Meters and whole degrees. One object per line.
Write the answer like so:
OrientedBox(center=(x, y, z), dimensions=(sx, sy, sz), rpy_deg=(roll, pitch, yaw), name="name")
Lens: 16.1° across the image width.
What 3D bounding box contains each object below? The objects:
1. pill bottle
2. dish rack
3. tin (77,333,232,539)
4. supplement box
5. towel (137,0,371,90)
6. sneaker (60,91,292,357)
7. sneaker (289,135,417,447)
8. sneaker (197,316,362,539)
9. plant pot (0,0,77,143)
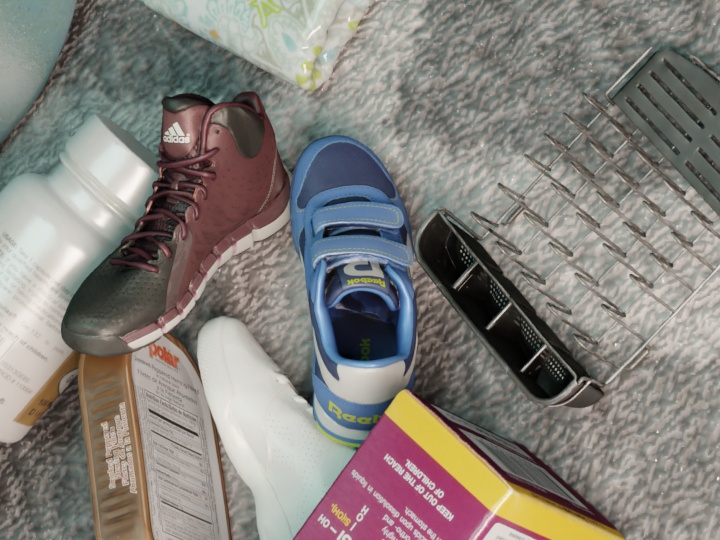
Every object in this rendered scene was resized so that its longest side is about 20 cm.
OrientedBox(center=(-0.201, 0.002, 1.640), dimensions=(0.200, 0.114, 0.114), rpy_deg=(-49, 53, 4), name="pill bottle")
OrientedBox(center=(0.143, -0.031, 1.457), dimensions=(0.200, 0.055, 0.153), rpy_deg=(-47, 54, 11), name="dish rack")
OrientedBox(center=(-0.122, 0.125, 1.547), dimensions=(0.042, 0.112, 0.200), rpy_deg=(-18, 64, 17), name="tin")
OrientedBox(center=(0.030, 0.185, 1.409), dimensions=(0.103, 0.131, 0.200), rpy_deg=(41, 97, 39), name="supplement box")
OrientedBox(center=(-0.046, -0.235, 1.665), dimensions=(0.171, 0.048, 0.200), rpy_deg=(30, 91, 39), name="towel")
OrientedBox(center=(-0.121, -0.043, 1.548), dimensions=(0.076, 0.116, 0.200), rpy_deg=(16, 43, 32), name="sneaker")
OrientedBox(center=(0.000, 0.000, 1.510), dimensions=(0.074, 0.082, 0.200), rpy_deg=(-6, 62, -5), name="sneaker")
OrientedBox(center=(-0.031, 0.105, 1.527), dimensions=(0.088, 0.075, 0.200), rpy_deg=(-28, 64, 9), name="sneaker")
OrientedBox(center=(-0.314, -0.195, 1.751), dimensions=(0.200, 0.196, 0.196), rpy_deg=(-40, 55, 6), name="plant pot")
